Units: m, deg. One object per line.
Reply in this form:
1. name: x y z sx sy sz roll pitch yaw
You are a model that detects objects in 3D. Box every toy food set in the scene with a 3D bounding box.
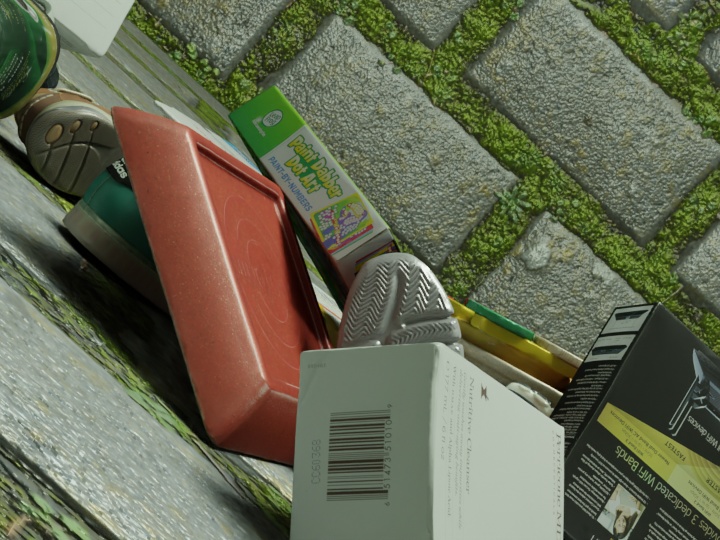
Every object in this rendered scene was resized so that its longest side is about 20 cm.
1. toy food set: 0.127 0.074 1.360 0.199 0.049 0.198 30 0 -16

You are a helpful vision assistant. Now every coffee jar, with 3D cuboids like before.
1. coffee jar: -0.250 -0.144 1.138 0.104 0.085 0.200 39 5 0

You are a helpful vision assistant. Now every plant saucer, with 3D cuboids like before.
1. plant saucer: -0.064 0.011 1.083 0.200 0.036 0.201 31 39 -69

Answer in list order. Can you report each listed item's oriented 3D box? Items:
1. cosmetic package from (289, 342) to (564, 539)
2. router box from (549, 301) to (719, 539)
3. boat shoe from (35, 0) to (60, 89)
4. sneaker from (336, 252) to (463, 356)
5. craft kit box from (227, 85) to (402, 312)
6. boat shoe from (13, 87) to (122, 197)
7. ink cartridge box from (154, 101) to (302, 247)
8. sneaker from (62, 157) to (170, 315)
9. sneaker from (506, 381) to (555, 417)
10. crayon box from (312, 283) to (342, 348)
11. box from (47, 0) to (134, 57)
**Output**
1. cosmetic package: 0.040 0.115 0.967 0.081 0.114 0.200 -5 -16 25
2. router box: 0.203 0.143 1.172 0.200 0.158 0.052 42 -22 -18
3. boat shoe: -0.281 -0.174 1.346 0.200 0.075 0.061 34 -42 51
4. sneaker: 0.028 0.091 1.137 0.112 0.077 0.202 128 -46 -88
5. craft kit box: 0.000 0.000 1.243 0.200 0.048 0.198 53 -9 51
6. boat shoe: -0.166 -0.073 1.304 0.072 0.076 0.200 43 2 42
7. ink cartridge box: -0.120 -0.061 1.521 0.116 0.068 0.200 44 4 15
8. sneaker: -0.096 -0.006 1.198 0.200 0.080 0.071 39 5 -40
9. sneaker: 0.130 0.169 1.209 0.078 0.079 0.201 124 -56 -80
10. crayon box: 0.001 0.085 1.403 0.126 0.052 0.200 39 5 -38
11. box: -0.296 -0.289 1.490 0.199 0.131 0.199 20 -12 42
